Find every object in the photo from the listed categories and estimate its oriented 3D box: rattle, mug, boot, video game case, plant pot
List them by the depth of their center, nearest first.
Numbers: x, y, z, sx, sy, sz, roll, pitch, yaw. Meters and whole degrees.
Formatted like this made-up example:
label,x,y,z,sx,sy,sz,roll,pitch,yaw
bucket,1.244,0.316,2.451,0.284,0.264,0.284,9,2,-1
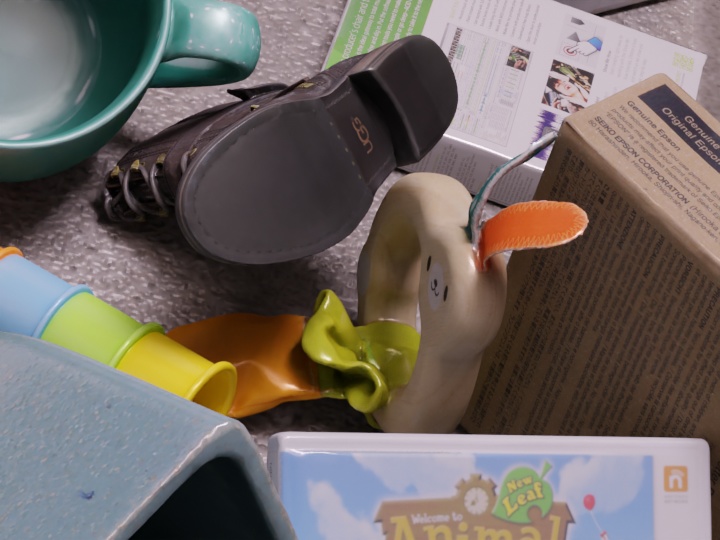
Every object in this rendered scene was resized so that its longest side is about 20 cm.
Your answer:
label,x,y,z,sx,sy,sz,roll,pitch,yaw
plant pot,-0.148,0.139,1.105,0.200,0.196,0.196,29,64,38
video game case,0.057,0.160,1.222,0.199,0.022,0.183,2,82,-21
rattle,0.000,0.000,1.311,0.142,0.200,0.131,19,71,-10
boot,-0.062,-0.045,1.385,0.200,0.174,0.070,-33,105,-44
mug,-0.161,-0.110,1.417,0.185,0.114,0.152,40,75,-2

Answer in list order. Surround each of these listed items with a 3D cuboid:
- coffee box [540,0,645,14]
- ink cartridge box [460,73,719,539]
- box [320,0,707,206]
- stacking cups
label,x,y,z,sx,sy,sz,roll,pitch,yaw
coffee box,0.096,-0.240,1.682,0.113,0.080,0.200,-16,53,-31
ink cartridge box,0.140,0.040,1.323,0.075,0.201,0.165,-26,60,-37
box,0.079,-0.095,1.563,0.199,0.036,0.145,20,43,-1
stacking cups,-0.153,0.024,1.346,0.199,0.061,0.060,28,43,19
